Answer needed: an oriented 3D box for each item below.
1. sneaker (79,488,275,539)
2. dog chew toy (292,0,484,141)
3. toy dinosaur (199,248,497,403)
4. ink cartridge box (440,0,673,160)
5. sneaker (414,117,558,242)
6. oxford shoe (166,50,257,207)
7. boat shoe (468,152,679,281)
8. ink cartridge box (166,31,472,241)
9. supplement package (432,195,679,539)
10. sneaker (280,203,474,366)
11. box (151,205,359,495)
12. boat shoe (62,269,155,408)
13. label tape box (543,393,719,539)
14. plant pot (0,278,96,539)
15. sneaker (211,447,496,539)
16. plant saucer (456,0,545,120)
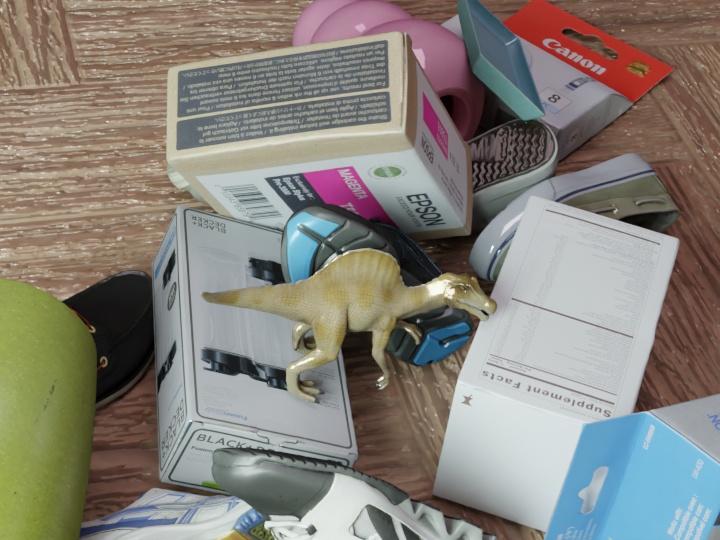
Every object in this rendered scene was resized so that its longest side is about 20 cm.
[{"bbox_3d":[-0.092,0.155,0.926,0.199,0.076,0.088,-9,28,-30],"label":"sneaker"},{"bbox_3d":[0.012,-0.162,1.259,0.124,0.125,0.200,-18,41,-26],"label":"dog chew toy"},{"bbox_3d":[-0.019,0.026,0.956,0.199,0.101,0.058,0,41,-24],"label":"toy dinosaur"},{"bbox_3d":[0.163,-0.185,1.356,0.160,0.047,0.200,33,50,25],"label":"ink cartridge box"},{"bbox_3d":[0.058,-0.049,1.189,0.199,0.085,0.073,-16,66,2],"label":"sneaker"},{"bbox_3d":[-0.106,-0.111,1.230,0.058,0.075,0.200,45,27,-22],"label":"oxford shoe"},{"bbox_3d":[0.168,-0.035,1.178,0.199,0.072,0.062,-26,59,-34],"label":"boat shoe"},{"bbox_3d":[-0.022,-0.079,1.064,0.164,0.200,0.076,-6,70,16],"label":"ink cartridge box"},{"bbox_3d":[0.132,0.062,1.034,0.113,0.110,0.200,18,43,10],"label":"supplement package"},{"bbox_3d":[0.000,0.000,1.043,0.073,0.200,0.082,-36,54,11],"label":"sneaker"},{"bbox_3d":[-0.075,0.055,1.022,0.116,0.060,0.201,14,39,-23],"label":"box"},{"bbox_3d":[-0.197,0.056,1.025,0.073,0.063,0.201,25,43,21],"label":"boat shoe"},{"bbox_3d":[0.220,0.139,0.941,0.199,0.145,0.063,-11,48,-20],"label":"label tape box"},{"bbox_3d":[-0.224,0.107,0.856,0.186,0.188,0.201,15,48,7],"label":"plant pot"},{"bbox_3d":[-0.007,0.160,0.872,0.200,0.074,0.089,29,73,-32],"label":"sneaker"},{"bbox_3d":[0.107,-0.172,1.227,0.070,0.019,0.200,40,17,-17],"label":"plant saucer"}]
